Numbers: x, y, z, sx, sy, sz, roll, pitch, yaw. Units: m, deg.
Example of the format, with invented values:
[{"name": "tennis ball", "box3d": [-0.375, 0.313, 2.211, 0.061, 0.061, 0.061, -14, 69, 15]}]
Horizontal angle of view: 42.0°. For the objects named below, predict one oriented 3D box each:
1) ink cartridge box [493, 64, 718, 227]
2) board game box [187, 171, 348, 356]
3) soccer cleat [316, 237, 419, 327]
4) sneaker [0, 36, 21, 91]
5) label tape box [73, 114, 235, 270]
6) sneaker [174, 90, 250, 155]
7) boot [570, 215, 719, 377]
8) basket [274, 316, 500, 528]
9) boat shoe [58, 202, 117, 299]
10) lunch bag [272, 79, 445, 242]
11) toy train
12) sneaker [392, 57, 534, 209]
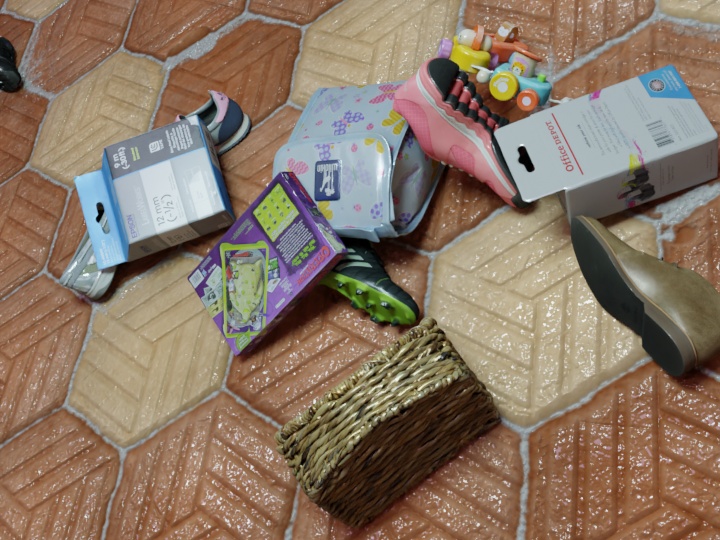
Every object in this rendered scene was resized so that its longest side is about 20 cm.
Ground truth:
[{"name": "ink cartridge box", "box3d": [0.253, -0.123, 0.979, 0.199, 0.068, 0.115, -19, 51, 5]}, {"name": "board game box", "box3d": [-0.112, -0.005, 1.088, 0.200, 0.032, 0.120, -44, 68, 30]}, {"name": "soccer cleat", "box3d": [0.000, 0.000, 1.077, 0.200, 0.068, 0.081, 27, 64, 40]}, {"name": "sneaker", "box3d": [-0.669, -0.394, 1.720, 0.200, 0.076, 0.088, 25, 69, 39]}, {"name": "label tape box", "box3d": [-0.283, -0.102, 1.249, 0.199, 0.066, 0.144, -19, 75, 1]}, {"name": "sneaker", "box3d": [-0.255, -0.177, 1.326, 0.200, 0.082, 0.070, -41, 49, 1]}, {"name": "boot", "box3d": [0.278, 0.012, 0.911, 0.075, 0.074, 0.200, -26, 52, -11]}, {"name": "basket", "box3d": [0.009, 0.128, 0.934, 0.200, 0.143, 0.149, -38, 50, 4]}, {"name": "boat shoe", "box3d": [-0.366, -0.060, 1.316, 0.074, 0.065, 0.203, -23, 51, 51]}, {"name": "lunch bag", "box3d": [-0.002, -0.124, 1.104, 0.169, 0.127, 0.200, 3, 55, 34]}, {"name": "toy train", "box3d": [0.177, -0.242, 1.065, 0.200, 0.150, 0.056, 52, 133, 46]}, {"name": "sneaker", "box3d": [0.115, -0.143, 1.034, 0.087, 0.200, 0.074, -25, 25, 44]}]
